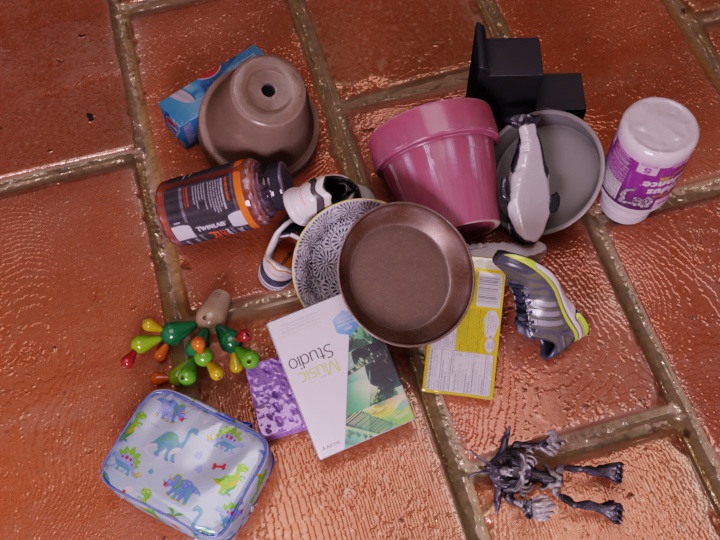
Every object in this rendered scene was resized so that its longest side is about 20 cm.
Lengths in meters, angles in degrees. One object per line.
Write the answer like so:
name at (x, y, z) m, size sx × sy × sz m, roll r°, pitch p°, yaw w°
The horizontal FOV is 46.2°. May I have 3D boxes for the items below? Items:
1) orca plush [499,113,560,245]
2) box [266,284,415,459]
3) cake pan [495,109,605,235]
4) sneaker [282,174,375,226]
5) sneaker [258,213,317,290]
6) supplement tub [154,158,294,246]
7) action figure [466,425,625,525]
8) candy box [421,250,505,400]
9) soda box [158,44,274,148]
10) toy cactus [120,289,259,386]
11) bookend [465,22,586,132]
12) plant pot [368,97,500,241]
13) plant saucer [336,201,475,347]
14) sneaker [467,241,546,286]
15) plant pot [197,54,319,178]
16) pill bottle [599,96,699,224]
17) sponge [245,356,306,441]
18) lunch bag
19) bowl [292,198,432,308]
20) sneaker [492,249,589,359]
orca plush at (0.234, -0.132, 1.272) m, size 0.105 × 0.071 × 0.201 m, roll -8°, pitch 83°, yaw -27°
box at (-0.027, 0.138, 1.158) m, size 0.144 × 0.036 × 0.201 m, roll -22°, pitch 88°, yaw -8°
cake pan at (0.283, -0.148, 1.310) m, size 0.199 × 0.037 × 0.201 m, roll -8°, pitch 74°, yaw 29°
sneaker at (-0.026, -0.105, 1.267) m, size 0.080 × 0.200 × 0.074 m, roll -27°, pitch 81°, yaw 32°
sneaker at (-0.084, -0.062, 1.289) m, size 0.078 × 0.079 × 0.201 m, roll 30°, pitch 67°, yaw -6°
supplement tub at (-0.202, -0.107, 1.283) m, size 0.199 × 0.107 × 0.107 m, roll -13°, pitch 61°, yaw 13°
action figure at (0.242, 0.268, 1.101) m, size 0.199 × 0.102 × 0.119 m, roll 9°, pitch 74°, yaw 4°
candy box at (0.148, 0.078, 1.203) m, size 0.102 × 0.026 × 0.201 m, roll 7°, pitch 86°, yaw 6°
soda box at (-0.237, -0.297, 1.435) m, size 0.200 × 0.064 × 0.068 m, roll -36°, pitch 67°, yaw -17°
toy cactus at (-0.234, 0.090, 1.213) m, size 0.199 × 0.103 × 0.165 m, roll -3°, pitch 43°, yaw 22°
bookend at (0.273, -0.291, 1.343) m, size 0.198 × 0.200 × 0.093 m, roll -1°, pitch 62°, yaw 2°
plant pot at (0.127, -0.138, 1.280) m, size 0.199 × 0.200 × 0.180 m, roll -14°, pitch 78°, yaw -6°
plant saucer at (0.059, 0.007, 1.160) m, size 0.199 × 0.037 × 0.202 m, roll 3°, pitch 79°, yaw -17°
sneaker at (0.183, -0.012, 1.269) m, size 0.199 × 0.077 × 0.081 m, roll -20°, pitch 57°, yaw -10°
plant pot at (-0.151, -0.244, 1.312) m, size 0.199 × 0.175 × 0.201 m, roll 2°, pitch 80°, yaw -13°
pill bottle at (0.422, -0.155, 1.266) m, size 0.112 × 0.200 × 0.113 m, roll -1°, pitch 62°, yaw 1°
sponge at (-0.057, 0.163, 1.203) m, size 0.199 × 0.030 × 0.112 m, roll -15°, pitch 63°, yaw -8°
lunch bag at (-0.224, 0.258, 1.126) m, size 0.199 × 0.083 × 0.161 m, roll 22°, pitch 65°, yaw 13°
bowl at (0.000, 0.000, 1.237) m, size 0.200 × 0.094 × 0.202 m, roll 0°, pitch 87°, yaw -4°
sneaker at (0.245, 0.050, 1.186) m, size 0.081 × 0.074 × 0.200 m, roll -48°, pitch 114°, yaw -10°
